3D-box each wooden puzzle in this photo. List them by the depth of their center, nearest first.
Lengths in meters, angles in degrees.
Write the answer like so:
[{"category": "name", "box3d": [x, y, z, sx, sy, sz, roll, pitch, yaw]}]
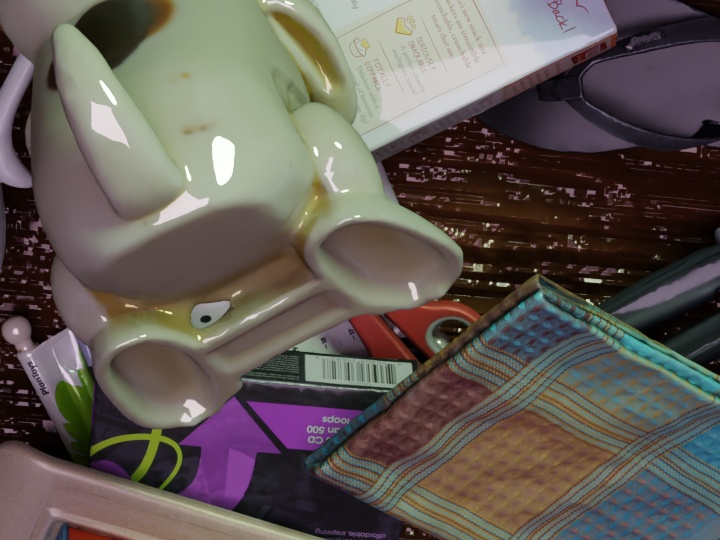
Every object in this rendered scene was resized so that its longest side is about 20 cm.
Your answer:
[{"category": "wooden puzzle", "box3d": [-0.096, 0.183, 0.948, 0.200, 0.037, 0.185, 21, 114, -11]}]

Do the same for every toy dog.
[{"category": "toy dog", "box3d": [-0.083, -0.069, 0.782, 0.139, 0.200, 0.194, -33, 147, 19]}]

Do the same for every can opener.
[{"category": "can opener", "box3d": [0.147, 0.018, 0.930, 0.200, 0.079, 0.064, -24, 66, 8]}]

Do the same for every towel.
[{"category": "towel", "box3d": [0.095, 0.084, 0.919, 0.200, 0.022, 0.147, 28, 124, -35]}]

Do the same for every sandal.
[{"category": "sandal", "box3d": [0.143, -0.082, 0.923, 0.200, 0.043, 0.076, 6, 105, -3]}]

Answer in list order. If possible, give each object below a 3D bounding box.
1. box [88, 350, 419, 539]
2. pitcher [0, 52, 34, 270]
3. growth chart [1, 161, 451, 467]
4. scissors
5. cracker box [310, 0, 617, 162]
[{"category": "box", "box3d": [-0.055, 0.128, 0.962, 0.143, 0.036, 0.200, 5, 117, -5]}, {"category": "pitcher", "box3d": [-0.191, -0.062, 0.877, 0.171, 0.121, 0.201, -7, 114, 0]}, {"category": "growth chart", "box3d": [-0.061, 0.023, 0.963, 0.200, 0.018, 0.145, -30, 104, 5]}, {"category": "scissors", "box3d": [0.000, 0.000, 0.945, 0.073, 0.014, 0.200, -31, 102, 10]}, {"category": "cracker box", "box3d": [-0.009, -0.113, 0.888, 0.200, 0.058, 0.134, -25, 87, 7]}]
